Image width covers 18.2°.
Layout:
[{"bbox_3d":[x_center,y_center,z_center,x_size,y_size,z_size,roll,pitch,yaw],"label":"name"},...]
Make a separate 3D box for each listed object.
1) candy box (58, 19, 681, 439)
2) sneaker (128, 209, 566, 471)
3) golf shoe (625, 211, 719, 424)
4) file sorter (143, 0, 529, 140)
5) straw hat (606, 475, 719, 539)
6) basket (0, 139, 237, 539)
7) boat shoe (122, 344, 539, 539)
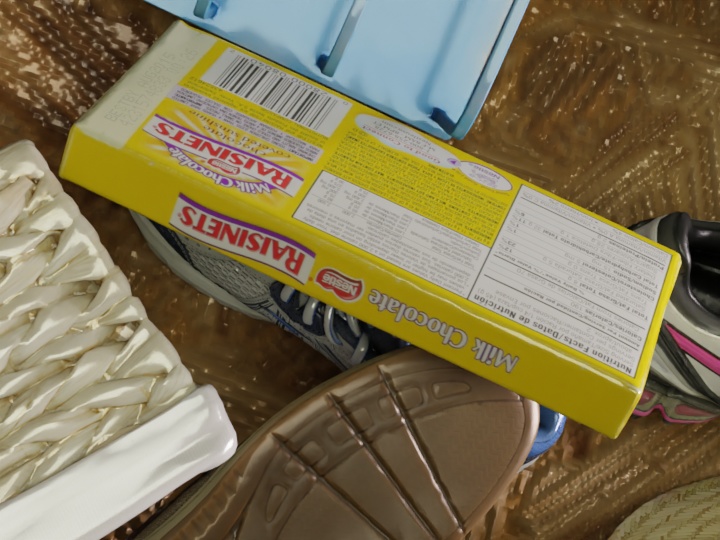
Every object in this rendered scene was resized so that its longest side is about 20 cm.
[{"bbox_3d":[0.008,-0.018,0.753,0.199,0.102,0.027,26,122,4],"label":"candy box"},{"bbox_3d":[0.000,0.000,0.806,0.199,0.085,0.077,37,81,-9],"label":"sneaker"},{"bbox_3d":[0.178,0.031,0.839,0.198,0.092,0.073,14,60,-15],"label":"golf shoe"},{"bbox_3d":[-0.027,-0.146,0.761,0.199,0.123,0.140,24,95,-4],"label":"file sorter"},{"bbox_3d":[0.179,0.135,0.794,0.199,0.085,0.202,8,52,-10],"label":"straw hat"},{"bbox_3d":[-0.159,0.057,0.742,0.199,0.136,0.124,-32,94,-12],"label":"basket"},{"bbox_3d":[-0.031,0.086,0.763,0.200,0.072,0.072,-39,105,-3],"label":"boat shoe"}]
